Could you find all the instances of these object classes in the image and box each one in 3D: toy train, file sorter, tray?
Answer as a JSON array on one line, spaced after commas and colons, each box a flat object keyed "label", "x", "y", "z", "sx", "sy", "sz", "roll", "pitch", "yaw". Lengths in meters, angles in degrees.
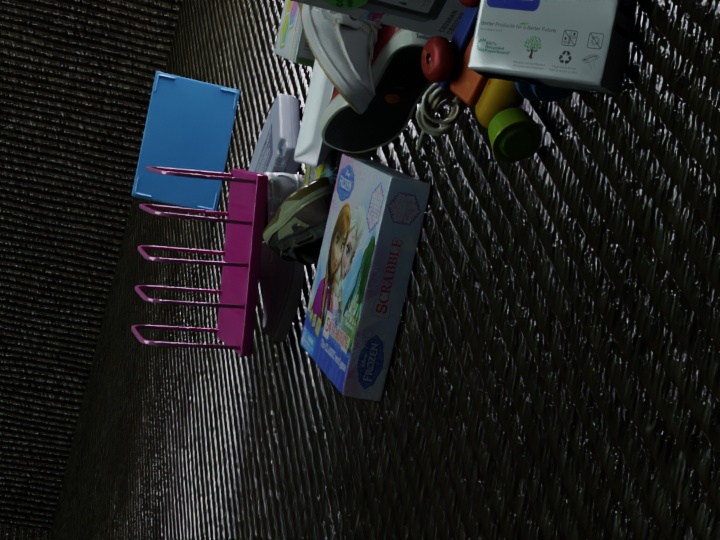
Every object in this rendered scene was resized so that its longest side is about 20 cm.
[{"label": "toy train", "x": 0.097, "y": -0.123, "z": 1.071, "sx": 0.201, "sy": 0.084, "sz": 0.116, "roll": 115, "pitch": 146, "yaw": -42}, {"label": "file sorter", "x": -0.291, "y": -0.208, "z": 2.397, "sx": 0.123, "sy": 0.137, "sz": 0.202, "roll": -161, "pitch": 82, "yaw": -77}, {"label": "tray", "x": -0.028, "y": -0.207, "z": 1.523, "sx": 0.107, "sy": 0.022, "sz": 0.202, "roll": -151, "pitch": 73, "yaw": -74}, {"label": "file sorter", "x": -0.188, "y": -0.016, "z": 1.662, "sx": 0.139, "sy": 0.124, "sz": 0.202, "roll": -158, "pitch": 73, "yaw": -72}]

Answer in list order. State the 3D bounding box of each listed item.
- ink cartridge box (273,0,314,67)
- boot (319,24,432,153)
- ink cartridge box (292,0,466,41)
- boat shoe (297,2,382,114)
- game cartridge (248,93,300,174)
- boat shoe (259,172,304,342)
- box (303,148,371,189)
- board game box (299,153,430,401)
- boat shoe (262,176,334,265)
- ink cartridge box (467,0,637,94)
[{"label": "ink cartridge box", "x": -0.061, "y": -0.306, "z": 1.779, "sx": 0.200, "sy": 0.059, "sz": 0.105, "roll": -134, "pitch": 56, "yaw": -71}, {"label": "boot", "x": 0.023, "y": -0.214, "z": 1.406, "sx": 0.200, "sy": 0.072, "sz": 0.146, "roll": -45, "pitch": 35, "yaw": 50}, {"label": "ink cartridge box", "x": 0.047, "y": -0.284, "z": 1.115, "sx": 0.147, "sy": 0.198, "sz": 0.148, "roll": 128, "pitch": 149, "yaw": -59}, {"label": "boat shoe", "x": -0.013, "y": -0.229, "z": 1.332, "sx": 0.069, "sy": 0.071, "sz": 0.201, "roll": -28, "pitch": 52, "yaw": 12}, {"label": "game cartridge", "x": -0.119, "y": -0.123, "z": 1.909, "sx": 0.134, "sy": 0.040, "sz": 0.201, "roll": -100, "pitch": 26, "yaw": -45}, {"label": "boat shoe", "x": -0.101, "y": -0.019, "z": 1.708, "sx": 0.072, "sy": 0.068, "sz": 0.202, "roll": 159, "pitch": 120, "yaw": -71}, {"label": "box", "x": -0.017, "y": -0.180, "z": 1.574, "sx": 0.136, "sy": 0.037, "sz": 0.202, "roll": 146, "pitch": 133, "yaw": -68}, {"label": "board game box", "x": 0.000, "y": 0.000, "z": 1.383, "sx": 0.200, "sy": 0.041, "sz": 0.202, "roll": -145, "pitch": 67, "yaw": -73}, {"label": "boat shoe", "x": -0.057, "y": -0.037, "z": 1.564, "sx": 0.066, "sy": 0.071, "sz": 0.201, "roll": 63, "pitch": 164, "yaw": 10}, {"label": "ink cartridge box", "x": 0.137, "y": -0.221, "z": 0.951, "sx": 0.099, "sy": 0.039, "sz": 0.202, "roll": 12, "pitch": 92, "yaw": 31}]
